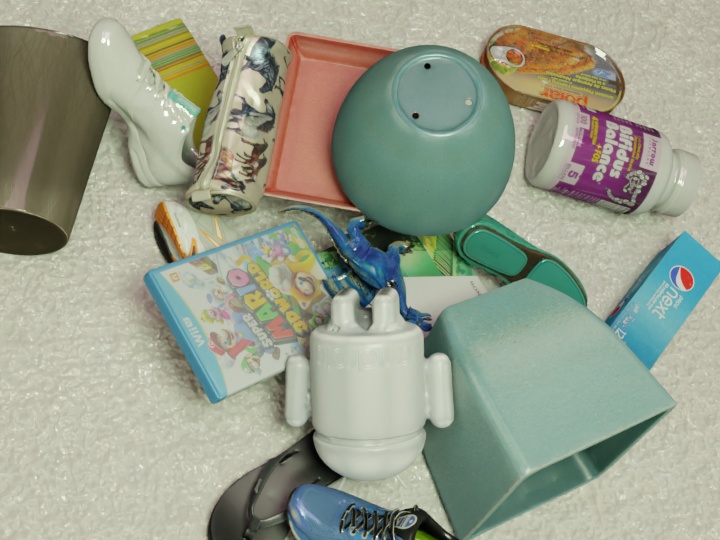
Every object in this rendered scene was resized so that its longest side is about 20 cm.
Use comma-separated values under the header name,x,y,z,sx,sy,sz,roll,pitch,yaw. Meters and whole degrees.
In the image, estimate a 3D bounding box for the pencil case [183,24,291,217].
name,x,y,z,sx,sy,sz,roll,pitch,yaw
pencil case,-0.130,-0.152,1.134,0.077,0.089,0.201,0,71,32

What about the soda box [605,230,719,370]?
name,x,y,z,sx,sy,sz,roll,pitch,yaw
soda box,0.352,0.045,1.292,0.068,0.064,0.200,42,60,5

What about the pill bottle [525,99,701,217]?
name,x,y,z,sx,sy,sz,roll,pitch,yaw
pill bottle,0.316,-0.133,1.341,0.199,0.112,0.113,15,61,-10

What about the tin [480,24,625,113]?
name,x,y,z,sx,sy,sz,roll,pitch,yaw
tin,0.253,-0.258,1.427,0.199,0.042,0.113,13,57,-12

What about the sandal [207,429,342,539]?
name,x,y,z,sx,sy,sz,roll,pitch,yaw
sandal,-0.075,0.215,1.076,0.076,0.043,0.200,44,59,7

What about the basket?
name,x,y,z,sx,sy,sz,roll,pitch,yaw
basket,-0.347,-0.129,1.110,0.179,0.136,0.201,6,66,-9

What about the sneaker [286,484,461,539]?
name,x,y,z,sx,sy,sz,roll,pitch,yaw
sneaker,0.026,0.247,1.021,0.199,0.089,0.079,22,47,4

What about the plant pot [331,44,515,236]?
name,x,y,z,sx,sy,sz,roll,pitch,yaw
plant pot,0.071,-0.151,1.110,0.199,0.135,0.201,1,73,-3

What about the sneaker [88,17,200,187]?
name,x,y,z,sx,sy,sz,roll,pitch,yaw
sneaker,-0.214,-0.178,1.134,0.088,0.201,0.075,1,43,21

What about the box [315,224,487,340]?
name,x,y,z,sx,sy,sz,roll,pitch,yaw
box,0.034,0.022,1.214,0.199,0.036,0.145,-26,75,-28

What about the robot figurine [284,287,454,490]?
name,x,y,z,sx,sy,sz,roll,pitch,yaw
robot figurine,0.007,0.119,1.060,0.168,0.113,0.201,-1,97,11

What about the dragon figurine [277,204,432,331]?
name,x,y,z,sx,sy,sz,roll,pitch,yaw
dragon figurine,0.000,0.000,1.144,0.199,0.059,0.100,33,45,-19

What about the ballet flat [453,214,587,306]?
name,x,y,z,sx,sy,sz,roll,pitch,yaw
ballet flat,0.186,-0.011,1.257,0.199,0.067,0.071,32,20,-25

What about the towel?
name,x,y,z,sx,sy,sz,roll,pitch,yaw
towel,-0.201,-0.202,1.261,0.086,0.018,0.201,-27,76,-22

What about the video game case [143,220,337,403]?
name,x,y,z,sx,sy,sz,roll,pitch,yaw
video game case,-0.105,0.036,1.094,0.199,0.018,0.144,-22,78,-43

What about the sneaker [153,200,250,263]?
name,x,y,z,sx,sy,sz,roll,pitch,yaw
sneaker,-0.142,0.003,1.145,0.092,0.076,0.201,-17,72,-30

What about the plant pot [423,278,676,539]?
name,x,y,z,sx,sy,sz,roll,pitch,yaw
plant pot,0.161,0.128,1.119,0.195,0.196,0.201,-19,65,-25

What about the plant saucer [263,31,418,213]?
name,x,y,z,sx,sy,sz,roll,pitch,yaw
plant saucer,-0.001,-0.154,1.195,0.199,0.037,0.201,10,72,-1
